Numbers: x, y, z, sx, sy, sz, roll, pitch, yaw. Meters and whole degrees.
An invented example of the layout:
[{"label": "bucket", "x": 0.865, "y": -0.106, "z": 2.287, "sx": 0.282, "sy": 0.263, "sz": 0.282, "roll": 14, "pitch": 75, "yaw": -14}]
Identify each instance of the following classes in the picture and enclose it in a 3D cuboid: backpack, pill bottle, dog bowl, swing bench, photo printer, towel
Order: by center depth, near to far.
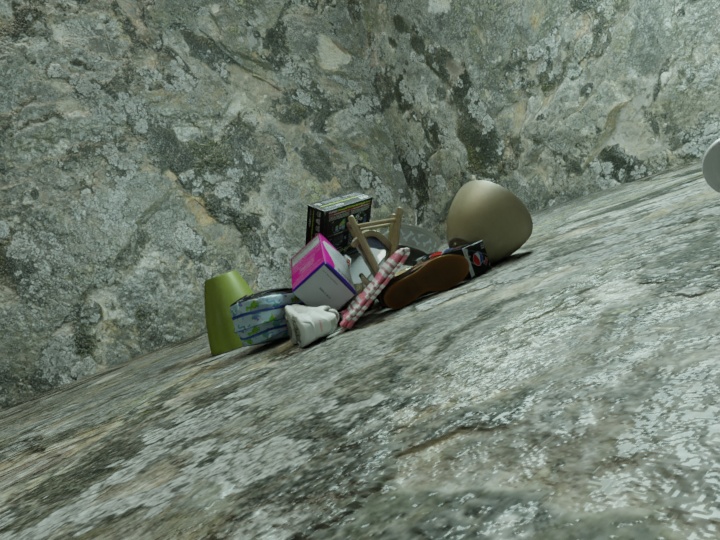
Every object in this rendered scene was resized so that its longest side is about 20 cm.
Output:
[{"label": "pill bottle", "x": 0.711, "y": -0.206, "z": 0.950, "sx": 0.199, "sy": 0.110, "sz": 0.109, "roll": -21, "pitch": 3, "yaw": -33}, {"label": "towel", "x": 0.027, "y": 0.030, "z": 1.066, "sx": 0.200, "sy": 0.030, "sz": 0.146, "roll": -51, "pitch": 2, "yaw": 0}, {"label": "backpack", "x": -0.207, "y": 0.104, "z": 1.238, "sx": 0.162, "sy": 0.155, "sz": 0.200, "roll": -11, "pitch": -18, "yaw": 33}, {"label": "swing bench", "x": 0.046, "y": -0.032, "z": 1.240, "sx": 0.129, "sy": 0.202, "sz": 0.199, "roll": -10, "pitch": 1, "yaw": -2}, {"label": "photo printer", "x": 0.000, "y": 0.000, "z": 1.441, "sx": 0.166, "sy": 0.070, "sz": 0.200, "roll": 7, "pitch": 43, "yaw": 41}, {"label": "dog bowl", "x": 0.131, "y": -0.069, "z": 1.534, "sx": 0.198, "sy": 0.059, "sz": 0.200, "roll": 11, "pitch": -17, "yaw": 3}]

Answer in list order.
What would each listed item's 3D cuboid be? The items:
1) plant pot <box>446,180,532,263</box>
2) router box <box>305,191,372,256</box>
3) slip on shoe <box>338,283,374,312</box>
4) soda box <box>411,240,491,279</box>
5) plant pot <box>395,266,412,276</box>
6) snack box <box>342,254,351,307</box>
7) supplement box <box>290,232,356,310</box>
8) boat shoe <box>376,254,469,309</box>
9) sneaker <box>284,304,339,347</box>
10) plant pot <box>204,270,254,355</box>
[{"label": "plant pot", "x": 0.278, "y": -0.088, "z": 1.234, "sx": 0.135, "sy": 0.200, "sz": 0.200, "roll": -50, "pitch": 15, "yaw": -23}, {"label": "router box", "x": -0.055, "y": -0.110, "z": 1.365, "sx": 0.062, "sy": 0.151, "sz": 0.199, "roll": 23, "pitch": 29, "yaw": 31}, {"label": "slip on shoe", "x": -0.030, "y": 0.075, "z": 1.280, "sx": 0.200, "sy": 0.061, "sz": 0.074, "roll": -15, "pitch": 44, "yaw": 61}, {"label": "soda box", "x": 0.202, "y": -0.013, "z": 1.204, "sx": 0.063, "sy": 0.071, "sz": 0.200, "roll": -21, "pitch": 3, "yaw": -28}, {"label": "plant pot", "x": 0.190, "y": -0.002, "z": 1.650, "sx": 0.199, "sy": 0.028, "sz": 0.200, "roll": -19, "pitch": 2, "yaw": 1}, {"label": "snack box", "x": -0.058, "y": 0.040, "z": 1.276, "sx": 0.072, "sy": 0.024, "sz": 0.200, "roll": -43, "pitch": 21, "yaw": 25}, {"label": "supplement box", "x": -0.088, "y": 0.009, "z": 1.203, "sx": 0.103, "sy": 0.101, "sz": 0.200, "roll": -41, "pitch": 22, "yaw": 10}, {"label": "boat shoe", "x": 0.125, "y": 0.018, "z": 1.091, "sx": 0.199, "sy": 0.071, "sz": 0.070, "roll": -21, "pitch": 8, "yaw": -13}, {"label": "sneaker", "x": -0.094, "y": 0.105, "z": 1.065, "sx": 0.099, "sy": 0.079, "sz": 0.200, "roll": -13, "pitch": 9, "yaw": -16}, {"label": "plant pot", "x": -0.362, "y": 0.109, "z": 1.493, "sx": 0.186, "sy": 0.201, "sz": 0.187, "roll": -20, "pitch": 2, "yaw": 1}]
